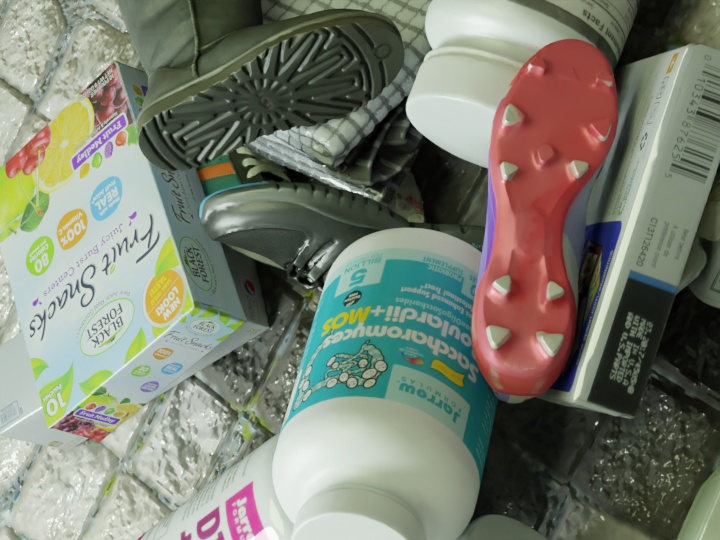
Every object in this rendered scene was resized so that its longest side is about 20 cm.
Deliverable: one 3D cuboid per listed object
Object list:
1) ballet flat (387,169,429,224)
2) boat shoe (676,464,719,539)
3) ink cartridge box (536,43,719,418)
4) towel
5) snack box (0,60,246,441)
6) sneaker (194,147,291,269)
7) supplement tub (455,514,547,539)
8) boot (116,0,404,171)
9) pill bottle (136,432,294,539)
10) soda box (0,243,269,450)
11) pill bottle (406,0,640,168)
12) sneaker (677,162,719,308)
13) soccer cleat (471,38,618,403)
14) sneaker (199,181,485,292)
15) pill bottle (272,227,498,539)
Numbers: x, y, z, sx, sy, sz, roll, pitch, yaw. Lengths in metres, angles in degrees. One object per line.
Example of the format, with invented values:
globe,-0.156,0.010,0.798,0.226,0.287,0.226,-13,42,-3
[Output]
ballet flat,0.007,0.009,1.448,0.075,0.064,0.201,-24,62,36
boat shoe,0.230,0.082,1.236,0.060,0.072,0.202,28,83,-1
ink cartridge box,0.142,-0.020,1.312,0.200,0.047,0.199,178,109,-84
towel,-0.016,-0.141,1.474,0.200,0.086,0.166,27,70,38
snack box,-0.161,-0.014,1.516,0.142,0.053,0.201,-39,53,28
sneaker,-0.083,-0.076,1.547,0.200,0.071,0.080,47,113,41
supplement tub,0.032,0.240,1.305,0.200,0.140,0.141,-41,54,25
boot,-0.069,-0.165,1.424,0.181,0.073,0.201,-17,42,10
pill bottle,-0.044,0.162,1.400,0.200,0.113,0.114,-38,55,34
soda box,-0.158,0.048,1.577,0.200,0.068,0.064,-31,58,30
pill bottle,0.104,-0.163,1.356,0.113,0.114,0.201,9,70,42
sneaker,0.217,-0.026,1.233,0.200,0.075,0.115,-121,48,-75
soccer cleat,0.095,-0.027,1.263,0.066,0.077,0.201,10,68,0
sneaker,0.000,0.000,1.383,0.073,0.199,0.082,137,147,-83
pill bottle,0.016,0.079,1.271,0.111,0.111,0.200,-26,32,33
